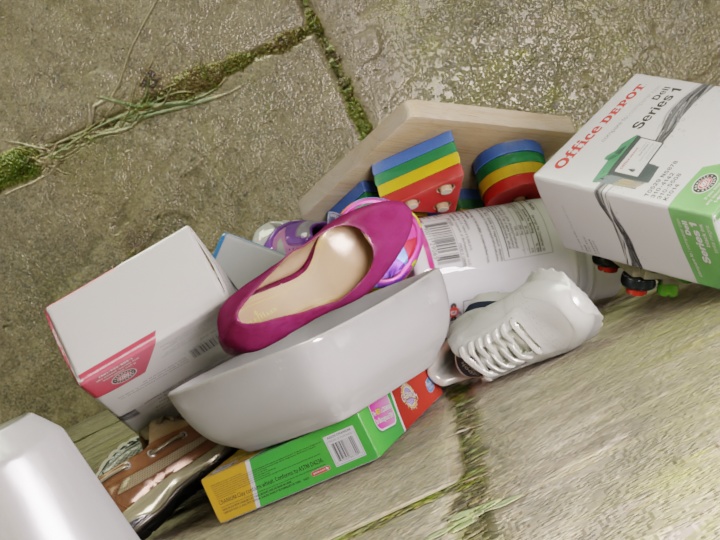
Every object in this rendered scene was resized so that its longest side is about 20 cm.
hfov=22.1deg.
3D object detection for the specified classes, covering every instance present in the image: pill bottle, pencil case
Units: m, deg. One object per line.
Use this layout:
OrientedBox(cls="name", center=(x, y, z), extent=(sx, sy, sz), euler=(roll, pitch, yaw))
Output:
OrientedBox(cls="pill bottle", center=(0.135, -0.005, 1.716), extent=(0.200, 0.114, 0.113), euler=(-9, -1, -12))
OrientedBox(cls="pencil case", center=(0.000, 0.000, 1.652), extent=(0.088, 0.089, 0.200), euler=(-26, -12, -13))

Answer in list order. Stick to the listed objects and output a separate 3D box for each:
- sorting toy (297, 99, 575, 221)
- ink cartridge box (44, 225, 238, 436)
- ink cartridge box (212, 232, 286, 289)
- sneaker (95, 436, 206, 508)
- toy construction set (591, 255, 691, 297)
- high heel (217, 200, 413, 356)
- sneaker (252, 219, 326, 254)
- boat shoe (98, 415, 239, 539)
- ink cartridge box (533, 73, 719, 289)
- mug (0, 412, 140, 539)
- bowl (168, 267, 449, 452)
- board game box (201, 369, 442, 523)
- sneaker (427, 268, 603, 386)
OrientedBox(cls="sorting toy", center=(0.078, -0.075, 1.756), extent=(0.200, 0.070, 0.199), euler=(3, -28, -35))
OrientedBox(cls="ink cartridge box", center=(-0.165, 0.060, 1.591), extent=(0.145, 0.085, 0.200), euler=(-30, -24, -1))
OrientedBox(cls="ink cartridge box", center=(-0.112, 0.070, 1.831), extent=(0.200, 0.084, 0.145), euler=(77, -146, -72))
OrientedBox(cls="sneaker", center=(-0.155, 0.173, 1.683), extent=(0.200, 0.078, 0.082), euler=(-27, 4, -16))
OrientedBox(cls="toy construction set", center=(0.272, -0.026, 1.576), extent=(0.131, 0.092, 0.200), euler=(0, 3, -17))
OrientedBox(cls="high heel", center=(-0.029, 0.002, 1.484), extent=(0.200, 0.067, 0.096), euler=(-41, -3, -16))
OrientedBox(cls="sneaker", center=(-0.010, -0.027, 1.919), extent=(0.200, 0.081, 0.088), euler=(-11, 0, -36))
OrientedBox(cls="boat shoe", center=(-0.161, 0.159, 1.597), extent=(0.200, 0.074, 0.076), euler=(-38, -13, -26))
OrientedBox(cls="ink cartridge box", center=(0.259, -0.073, 1.466), extent=(0.146, 0.084, 0.200), euler=(-44, 35, -22))
OrientedBox(cls="mug", center=(-0.263, 0.199, 1.361), extent=(0.186, 0.153, 0.149), euler=(-27, 4, -24))
OrientedBox(cls="bowl", center=(-0.030, 0.079, 1.496), extent=(0.200, 0.075, 0.200), euler=(-24, 3, 43))
OrientedBox(cls="board game box", center=(-0.028, 0.139, 1.551), extent=(0.153, 0.040, 0.200), euler=(-25, 3, 20))
OrientedBox(cls="sneaker", center=(0.128, 0.056, 1.538), extent=(0.080, 0.076, 0.200), euler=(-40, 4, -27))
